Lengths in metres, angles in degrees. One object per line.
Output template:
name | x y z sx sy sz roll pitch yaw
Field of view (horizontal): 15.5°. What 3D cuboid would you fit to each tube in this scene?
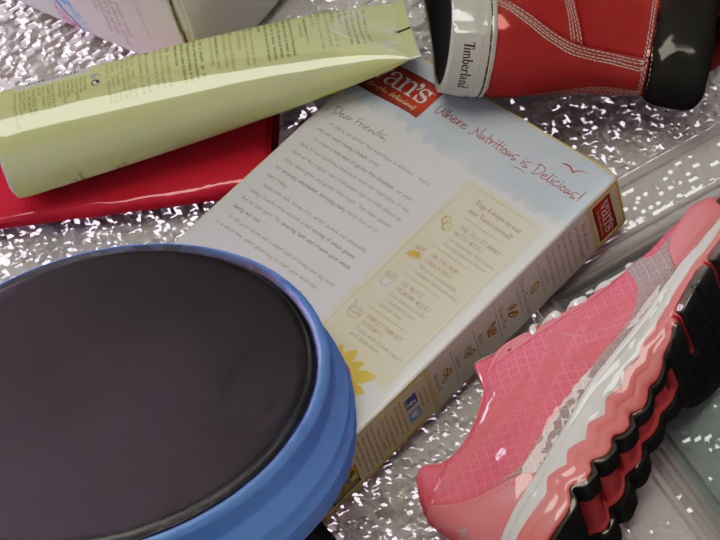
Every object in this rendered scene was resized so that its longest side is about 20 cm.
tube | -0.071 -0.083 1.217 0.199 0.052 0.058 -17 66 1

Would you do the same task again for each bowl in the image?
bowl | -0.102 0.062 1.069 0.200 0.039 0.201 -8 39 6

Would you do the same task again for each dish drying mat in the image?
dish drying mat | -0.136 -0.053 1.255 0.199 0.018 0.077 -7 52 10

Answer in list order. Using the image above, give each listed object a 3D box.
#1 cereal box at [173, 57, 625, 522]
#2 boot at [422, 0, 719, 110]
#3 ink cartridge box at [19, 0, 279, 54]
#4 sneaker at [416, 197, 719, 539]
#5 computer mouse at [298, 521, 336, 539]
cereal box | 0.000 0.000 1.167 0.200 0.040 0.144 -43 54 -18
boot | 0.103 -0.144 1.240 0.144 0.073 0.200 4 40 -7
ink cartridge box | -0.119 -0.198 1.314 0.200 0.086 0.148 27 65 28
sneaker | 0.093 0.038 1.095 0.087 0.074 0.200 22 63 29
computer mouse | -0.034 0.140 1.011 0.059 0.034 0.200 -39 7 12
